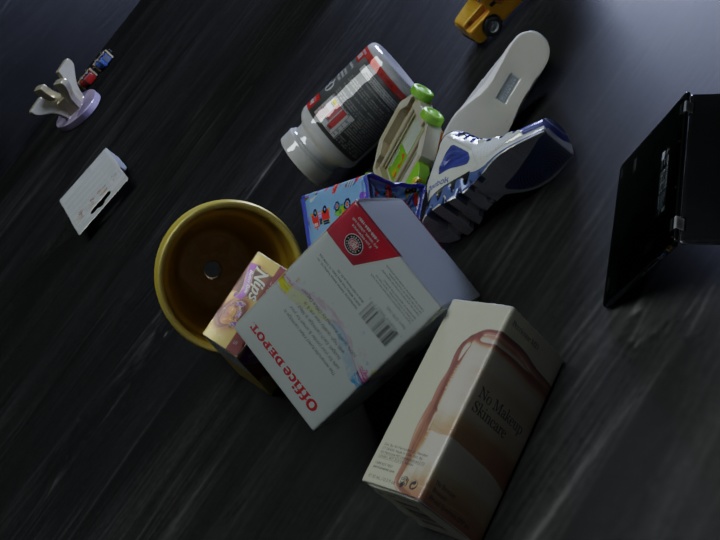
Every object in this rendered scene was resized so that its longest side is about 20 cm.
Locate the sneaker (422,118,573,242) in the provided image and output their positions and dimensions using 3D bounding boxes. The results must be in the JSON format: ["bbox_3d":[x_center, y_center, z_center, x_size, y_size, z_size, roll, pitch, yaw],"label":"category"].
[{"bbox_3d":[0.145,-0.133,1.234,0.198,0.080,0.116,-34,43,26],"label":"sneaker"}]

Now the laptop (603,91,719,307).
[{"bbox_3d":[0.338,-0.066,0.994,0.201,0.114,0.189,123,167,-54],"label":"laptop"}]

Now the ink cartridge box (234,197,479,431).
[{"bbox_3d":[-0.003,0.044,1.115,0.200,0.146,0.144,-43,-11,19],"label":"ink cartridge box"}]

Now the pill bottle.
[{"bbox_3d":[-0.015,-0.224,1.518,0.199,0.116,0.116,-41,31,13],"label":"pill bottle"}]

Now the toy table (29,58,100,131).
[{"bbox_3d":[-0.792,-0.458,2.778,0.198,0.117,0.186,-14,46,43],"label":"toy table"}]

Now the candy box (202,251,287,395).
[{"bbox_3d":[-0.116,0.069,1.264,0.056,0.200,0.118,30,76,15],"label":"candy box"}]

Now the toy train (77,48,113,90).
[{"bbox_3d":[-0.764,-0.540,2.911,0.201,0.034,0.046,-50,34,1],"label":"toy train"}]

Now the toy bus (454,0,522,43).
[{"bbox_3d":[0.210,-0.422,1.481,0.200,0.078,0.065,-46,31,5],"label":"toy bus"}]

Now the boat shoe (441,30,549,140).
[{"bbox_3d":[0.168,-0.214,1.326,0.202,0.071,0.069,-61,-1,6],"label":"boat shoe"}]

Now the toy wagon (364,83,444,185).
[{"bbox_3d":[0.062,-0.146,1.368,0.156,0.039,0.201,-60,24,27],"label":"toy wagon"}]

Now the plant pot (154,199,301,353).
[{"bbox_3d":[-0.192,0.004,1.441,0.202,0.200,0.189,-53,15,-8],"label":"plant pot"}]

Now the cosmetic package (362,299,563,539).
[{"bbox_3d":[0.100,0.141,0.986,0.087,0.103,0.202,4,60,51],"label":"cosmetic package"}]

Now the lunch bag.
[{"bbox_3d":[0.000,0.000,1.268,0.150,0.093,0.204,-12,74,54],"label":"lunch bag"}]

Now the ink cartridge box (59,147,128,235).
[{"bbox_3d":[-0.562,-0.163,2.240,0.163,0.050,0.200,-48,39,1],"label":"ink cartridge box"}]
